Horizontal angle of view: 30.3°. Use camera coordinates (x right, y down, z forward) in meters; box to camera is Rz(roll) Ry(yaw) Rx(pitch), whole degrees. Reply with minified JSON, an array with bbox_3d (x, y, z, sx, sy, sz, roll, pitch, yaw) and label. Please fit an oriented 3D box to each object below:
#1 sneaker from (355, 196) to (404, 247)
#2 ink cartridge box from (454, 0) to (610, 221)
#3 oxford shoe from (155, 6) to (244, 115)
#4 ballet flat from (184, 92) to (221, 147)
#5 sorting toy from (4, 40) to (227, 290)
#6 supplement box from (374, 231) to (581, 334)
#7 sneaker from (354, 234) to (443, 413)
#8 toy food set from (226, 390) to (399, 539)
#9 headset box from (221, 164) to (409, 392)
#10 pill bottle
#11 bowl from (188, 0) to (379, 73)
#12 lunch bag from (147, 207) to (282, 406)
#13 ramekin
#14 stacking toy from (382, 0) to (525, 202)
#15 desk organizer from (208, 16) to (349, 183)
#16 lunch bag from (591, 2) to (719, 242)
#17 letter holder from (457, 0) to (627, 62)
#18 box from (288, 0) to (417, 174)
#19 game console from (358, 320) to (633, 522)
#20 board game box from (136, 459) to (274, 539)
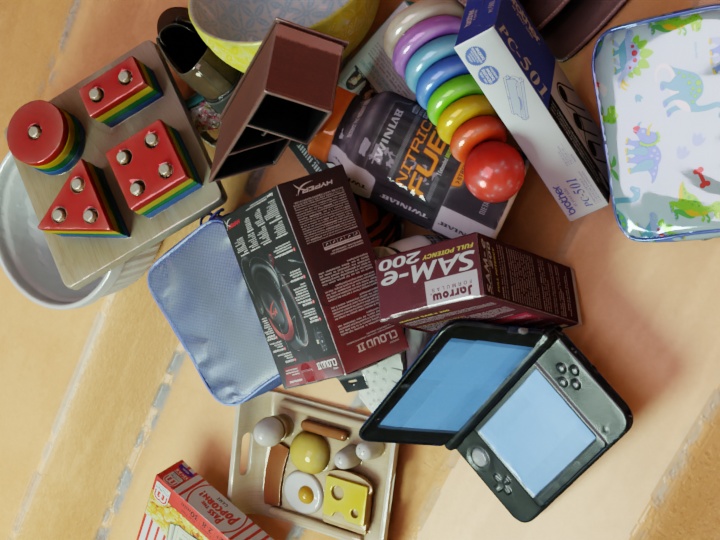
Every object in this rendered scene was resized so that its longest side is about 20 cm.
[{"bbox_3d":[0.000,0.000,1.336,0.077,0.112,0.201,-8,92,31],"label":"sneaker"},{"bbox_3d":[0.158,-0.149,1.182,0.044,0.094,0.200,-24,117,28],"label":"ink cartridge box"},{"bbox_3d":[-0.178,-0.243,1.399,0.073,0.084,0.200,-47,39,3],"label":"oxford shoe"},{"bbox_3d":[-0.185,-0.157,1.457,0.199,0.076,0.064,-17,119,36],"label":"ballet flat"},{"bbox_3d":[-0.271,-0.117,1.392,0.198,0.070,0.201,-29,74,11],"label":"sorting toy"},{"bbox_3d":[0.111,0.021,1.219,0.108,0.200,0.061,-15,73,30],"label":"supplement box"},{"bbox_3d":[0.045,0.061,1.301,0.076,0.080,0.201,32,128,37],"label":"sneaker"},{"bbox_3d":[-0.052,0.219,1.423,0.199,0.060,0.145,12,101,29],"label":"toy food set"},{"bbox_3d":[-0.042,0.020,1.239,0.148,0.075,0.201,-23,88,63],"label":"headset box"},{"bbox_3d":[0.051,-0.102,1.263,0.199,0.106,0.107,25,109,3],"label":"pill bottle"},{"bbox_3d":[-0.062,-0.253,1.334,0.199,0.201,0.108,8,143,29],"label":"bowl"},{"bbox_3d":[-0.117,0.025,1.397,0.136,0.132,0.201,-32,85,27],"label":"lunch bag"},{"bbox_3d":[-0.317,-0.060,1.521,0.199,0.105,0.202,4,97,30],"label":"ramekin"},{"bbox_3d":[0.091,-0.146,1.198,0.085,0.085,0.201,-36,61,29],"label":"stacking toy"},{"bbox_3d":[-0.083,-0.147,1.263,0.200,0.071,0.077,135,148,-60],"label":"desk organizer"},{"bbox_3d":[0.295,-0.126,1.165,0.160,0.082,0.201,-8,92,32],"label":"lunch bag"},{"bbox_3d":[0.186,-0.301,1.200,0.142,0.100,0.200,46,116,16],"label":"letter holder"},{"bbox_3d":[0.015,-0.171,1.344,0.200,0.049,0.082,-45,74,27],"label":"box"},{"bbox_3d":[0.124,0.148,1.250,0.171,0.118,0.200,49,135,15],"label":"game console"},{"bbox_3d":[-0.186,0.336,1.500,0.151,0.046,0.201,36,126,22],"label":"board game box"}]
